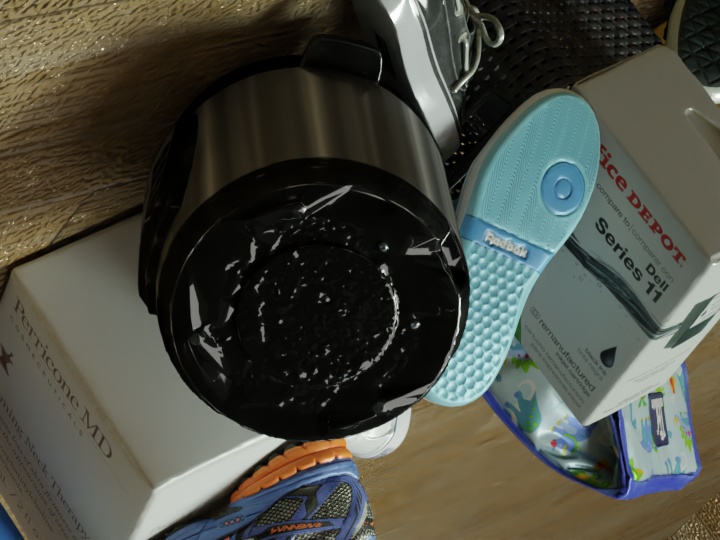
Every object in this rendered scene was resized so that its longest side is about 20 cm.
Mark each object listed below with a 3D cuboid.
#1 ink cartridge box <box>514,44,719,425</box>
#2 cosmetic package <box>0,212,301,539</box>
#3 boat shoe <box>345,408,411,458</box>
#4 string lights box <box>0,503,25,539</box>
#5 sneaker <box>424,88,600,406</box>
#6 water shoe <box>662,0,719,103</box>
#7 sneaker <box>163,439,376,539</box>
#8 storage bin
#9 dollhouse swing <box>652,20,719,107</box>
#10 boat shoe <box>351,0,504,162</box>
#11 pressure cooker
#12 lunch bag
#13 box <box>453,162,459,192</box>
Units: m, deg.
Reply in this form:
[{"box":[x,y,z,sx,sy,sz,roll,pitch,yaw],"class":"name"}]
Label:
[{"box":[0.163,-0.021,1.719,0.083,0.147,0.200,-25,160,-34],"class":"ink cartridge box"},{"box":[-0.126,0.082,1.704,0.166,0.168,0.200,-24,160,-31],"class":"cosmetic package"},{"box":[-0.003,0.016,1.756,0.073,0.202,0.065,-13,163,24],"class":"boat shoe"},{"box":[-0.245,0.164,1.629,0.059,0.200,0.103,-40,163,12],"class":"string lights box"},{"box":[0.059,-0.024,1.658,0.201,0.079,0.130,-61,-153,-6],"class":"sneaker"},{"box":[0.231,-0.167,1.771,0.079,0.071,0.201,-56,-171,52],"class":"water shoe"},{"box":[-0.075,0.181,1.644,0.200,0.079,0.075,-38,162,11],"class":"sneaker"},{"box":[0.101,-0.113,1.760,0.135,0.094,0.200,-44,162,28],"class":"storage bin"},{"box":[0.310,-0.130,1.914,0.181,0.177,0.200,-27,177,-27],"class":"dollhouse swing"},{"box":[0.040,-0.136,1.592,0.068,0.074,0.200,-37,146,-9],"class":"boat shoe"},{"box":[-0.032,-0.020,1.547,0.175,0.179,0.200,-29,-152,12],"class":"pressure cooker"},{"box":[0.207,0.112,2.432,0.127,0.201,0.170,-42,162,23],"class":"lunch bag"},{"box":[0.000,0.000,1.841,0.199,0.110,0.035,-30,163,-22],"class":"box"}]
